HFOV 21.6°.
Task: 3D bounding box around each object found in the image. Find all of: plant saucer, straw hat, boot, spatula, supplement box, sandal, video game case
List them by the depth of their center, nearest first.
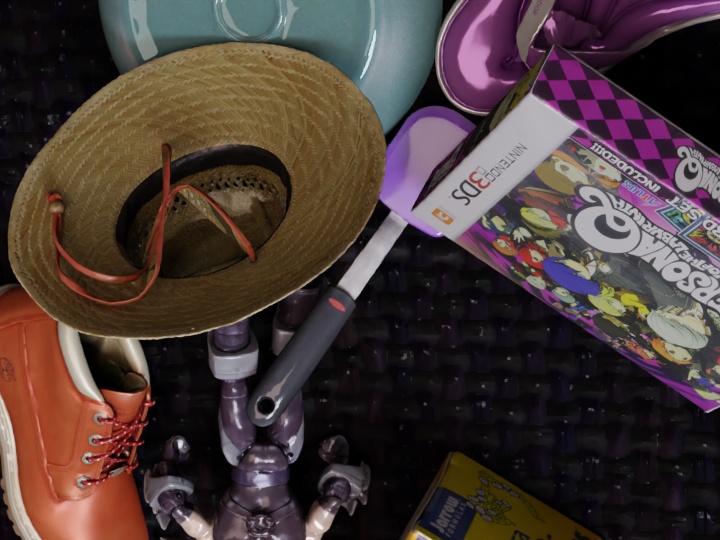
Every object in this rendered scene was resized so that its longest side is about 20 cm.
[{"bbox_3d":[0.138,-0.013,0.934,0.199,0.036,0.181,34,158,-6],"label":"video game case"},{"bbox_3d":[0.123,-0.139,0.958,0.201,0.050,0.083,-24,101,22],"label":"sandal"},{"bbox_3d":[-0.077,-0.019,0.978,0.199,0.202,0.085,2,142,15],"label":"straw hat"},{"bbox_3d":[-0.056,-0.144,1.014,0.198,0.036,0.202,5,110,13],"label":"plant saucer"},{"bbox_3d":[0.000,0.000,1.017,0.056,0.021,0.201,36,82,0],"label":"spatula"},{"bbox_3d":[0.043,0.226,1.074,0.109,0.109,0.201,30,114,4],"label":"supplement box"},{"bbox_3d":[-0.156,0.101,1.089,0.107,0.075,0.202,-8,107,40],"label":"boot"}]

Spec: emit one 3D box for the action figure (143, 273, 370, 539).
[{"bbox_3d":[-0.055,0.099,1.068,0.129,0.069,0.202,-2,110,-17],"label":"action figure"}]
